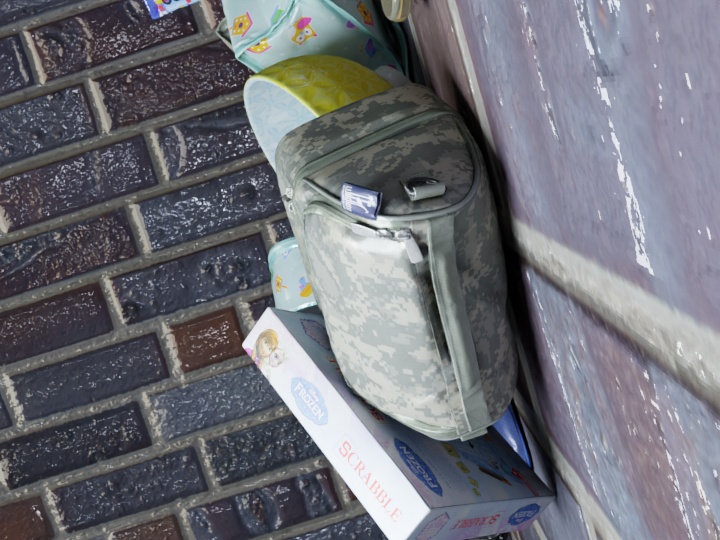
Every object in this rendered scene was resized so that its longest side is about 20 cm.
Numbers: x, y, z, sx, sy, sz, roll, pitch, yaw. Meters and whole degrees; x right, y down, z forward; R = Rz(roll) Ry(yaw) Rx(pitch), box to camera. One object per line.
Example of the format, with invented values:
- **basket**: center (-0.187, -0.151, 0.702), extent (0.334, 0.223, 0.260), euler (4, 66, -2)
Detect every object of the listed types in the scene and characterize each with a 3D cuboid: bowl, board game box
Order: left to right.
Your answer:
- **bowl**: center (0.002, -0.111, 0.896), extent (0.200, 0.107, 0.201), euler (45, 162, 19)
- **board game box**: center (0.033, 0.117, 0.799), extent (0.198, 0.041, 0.200), euler (14, -152, -54)

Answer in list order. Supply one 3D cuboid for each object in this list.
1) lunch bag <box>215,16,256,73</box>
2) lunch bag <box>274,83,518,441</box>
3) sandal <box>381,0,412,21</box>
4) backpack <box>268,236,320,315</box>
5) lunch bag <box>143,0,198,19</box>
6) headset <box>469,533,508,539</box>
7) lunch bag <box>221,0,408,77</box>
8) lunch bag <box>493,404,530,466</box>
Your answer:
- **lunch bag**: center (-0.040, -0.231, 1.178), extent (0.200, 0.118, 0.164), euler (43, -172, 14)
- **lunch bag**: center (0.035, -0.005, 0.702), extent (0.168, 0.137, 0.202), euler (-124, 16, -54)
- **sandal**: center (-0.006, -0.269, 0.709), extent (0.081, 0.053, 0.203), euler (-107, 0, -67)
- **backpack**: center (0.000, 0.000, 1.090), extent (0.176, 0.197, 0.156), euler (70, -177, -76)
- **lunch bag**: center (-0.124, -0.334, 0.901), extent (0.095, 0.148, 0.202), euler (58, -155, -43)
- **headset**: center (0.183, 0.350, 1.465), extent (0.124, 0.092, 0.202), euler (67, -160, -48)
- **lunch bag**: center (-0.032, -0.241, 0.984), extent (0.199, 0.121, 0.172), euler (25, -142, -43)
- **lunch bag**: center (0.076, 0.140, 0.996), extent (0.136, 0.130, 0.203), euler (72, -179, -73)
